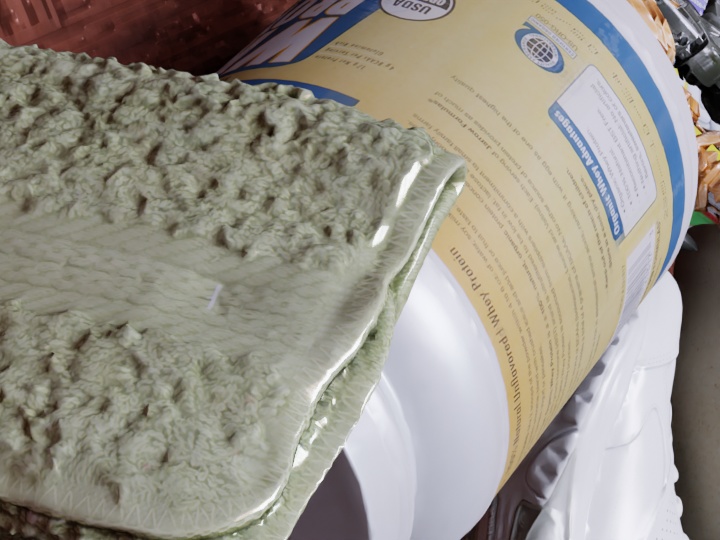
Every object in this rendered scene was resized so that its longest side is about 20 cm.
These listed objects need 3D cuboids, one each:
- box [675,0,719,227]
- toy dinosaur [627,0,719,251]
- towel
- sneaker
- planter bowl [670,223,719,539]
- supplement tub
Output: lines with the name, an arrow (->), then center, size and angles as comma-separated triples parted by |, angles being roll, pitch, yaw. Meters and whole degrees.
box -> 0.147, -0.113, 0.956 | 0.117, 0.048, 0.201 | 28, 59, -41
toy dinosaur -> 0.076, -0.064, 0.796 | 0.136, 0.102, 0.201 | 32, 33, -57
towel -> -0.086, 0.001, 0.565 | 0.037, 0.199, 0.149 | 80, 27, -48
sneaker -> 0.081, 0.092, 0.801 | 0.099, 0.078, 0.201 | 29, 69, -30
planter bowl -> 0.186, 0.086, 0.857 | 0.200, 0.200, 0.135 | 29, 82, -40
supplement tub -> 0.000, 0.000, 0.686 | 0.200, 0.144, 0.145 | -47, 115, -44
